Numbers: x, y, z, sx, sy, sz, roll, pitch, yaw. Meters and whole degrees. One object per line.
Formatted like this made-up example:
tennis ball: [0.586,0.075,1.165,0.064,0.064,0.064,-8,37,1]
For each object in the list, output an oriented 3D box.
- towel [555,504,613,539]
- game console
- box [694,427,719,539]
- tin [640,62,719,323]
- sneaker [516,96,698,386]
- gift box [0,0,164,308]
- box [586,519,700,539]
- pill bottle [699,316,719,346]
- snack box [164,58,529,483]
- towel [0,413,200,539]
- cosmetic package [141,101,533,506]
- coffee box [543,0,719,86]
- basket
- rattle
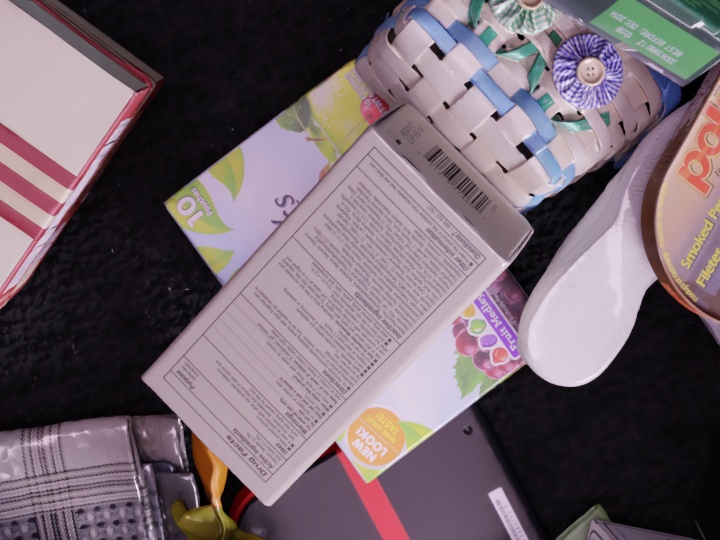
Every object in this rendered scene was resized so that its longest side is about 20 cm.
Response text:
towel: [0.111,0.258,1.079,0.200,0.031,0.150,-40,102,-11]
game console: [0.031,0.190,1.099,0.176,0.031,0.201,-29,97,0]
box: [0.307,0.135,0.991,0.195,0.200,0.125,15,99,0]
tin: [0.222,-0.066,0.932,0.111,0.042,0.201,31,88,-13]
sneaker: [0.154,-0.027,0.988,0.075,0.088,0.200,44,91,-8]
gift box: [-0.241,-0.082,0.988,0.186,0.185,0.201,37,92,-5]
box: [0.232,0.207,1.029,0.198,0.117,0.061,13,100,-14]
pill bottle: [0.273,-0.034,1.012,0.199,0.111,0.112,-34,96,7]
snack box: [0.000,0.000,1.046,0.142,0.053,0.201,-37,92,2]
towel: [-0.191,0.189,1.100,0.198,0.035,0.195,-7,98,2]
cosmetic package: [-0.013,0.019,0.963,0.104,0.073,0.200,45,114,1]
coffee box: [0.123,-0.201,0.927,0.122,0.202,0.044,22,135,-41]
basket: [0.113,-0.133,1.000,0.177,0.139,0.200,47,62,-4]
rattle: [-0.154,0.165,1.044,0.199,0.130,0.144,-23,92,22]
